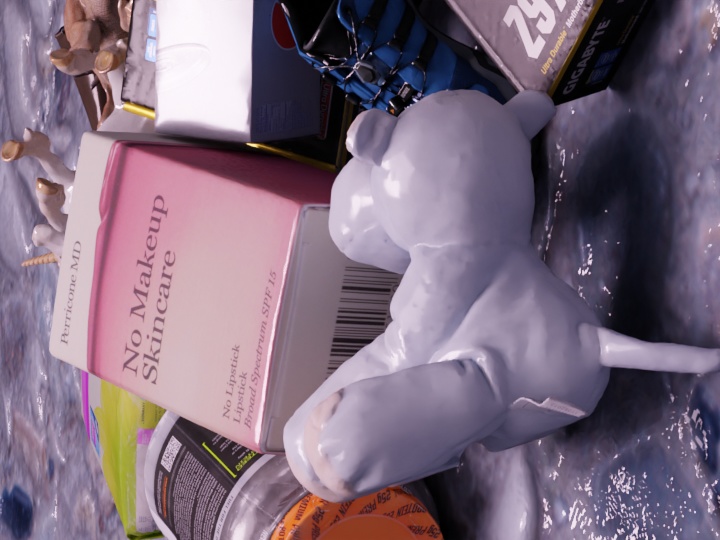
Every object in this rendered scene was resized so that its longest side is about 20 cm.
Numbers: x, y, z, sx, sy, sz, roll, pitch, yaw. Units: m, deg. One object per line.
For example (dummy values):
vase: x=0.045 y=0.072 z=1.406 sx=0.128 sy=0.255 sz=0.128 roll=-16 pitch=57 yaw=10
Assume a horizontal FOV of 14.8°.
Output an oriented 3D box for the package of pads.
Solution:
package of pads: x=-0.135 y=0.056 z=1.787 sx=0.155 sy=0.068 sz=0.200 roll=-121 pitch=30 yaw=-56

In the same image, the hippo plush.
hippo plush: x=0.029 y=0.006 z=1.242 sx=0.200 sy=0.159 sz=0.161 roll=-32 pitch=76 yaw=66

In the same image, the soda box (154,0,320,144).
soda box: x=-0.064 y=-0.170 z=1.461 sx=0.068 sy=0.063 sz=0.201 roll=9 pitch=103 yaw=34

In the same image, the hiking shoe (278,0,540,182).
hiking shoe: x=0.011 y=-0.099 z=1.388 sx=0.200 sy=0.087 sz=0.074 roll=54 pitch=127 yaw=30

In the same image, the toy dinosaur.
toy dinosaur: x=-0.154 y=-0.150 z=1.759 sx=0.200 sy=0.086 sz=0.136 roll=79 pitch=177 yaw=-49

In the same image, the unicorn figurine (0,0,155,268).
unicorn figurine: x=-0.155 y=-0.065 z=1.651 sx=0.200 sy=0.137 sz=0.074 roll=-45 pitch=60 yaw=10

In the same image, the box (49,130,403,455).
box: x=-0.057 y=0.009 z=1.422 sx=0.200 sy=0.109 sz=0.128 roll=19 pitch=102 yaw=50

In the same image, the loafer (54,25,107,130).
loafer: x=-0.184 y=-0.155 z=1.959 sx=0.073 sy=0.071 sz=0.201 roll=157 pitch=114 yaw=-66

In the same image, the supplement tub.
supplement tub: x=-0.034 y=0.132 z=1.481 sx=0.200 sy=0.122 sz=0.123 roll=-144 pitch=59 yaw=-66

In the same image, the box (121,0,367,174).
box: x=-0.048 y=-0.169 z=1.529 sx=0.159 sy=0.049 sz=0.200 roll=19 pitch=108 yaw=35

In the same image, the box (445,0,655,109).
box: x=0.085 y=-0.196 z=1.244 sx=0.160 sy=0.049 sz=0.200 roll=53 pitch=141 yaw=23
